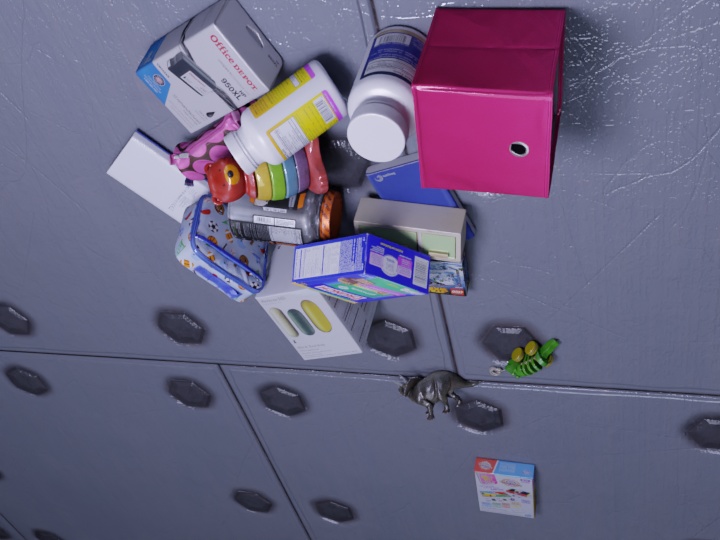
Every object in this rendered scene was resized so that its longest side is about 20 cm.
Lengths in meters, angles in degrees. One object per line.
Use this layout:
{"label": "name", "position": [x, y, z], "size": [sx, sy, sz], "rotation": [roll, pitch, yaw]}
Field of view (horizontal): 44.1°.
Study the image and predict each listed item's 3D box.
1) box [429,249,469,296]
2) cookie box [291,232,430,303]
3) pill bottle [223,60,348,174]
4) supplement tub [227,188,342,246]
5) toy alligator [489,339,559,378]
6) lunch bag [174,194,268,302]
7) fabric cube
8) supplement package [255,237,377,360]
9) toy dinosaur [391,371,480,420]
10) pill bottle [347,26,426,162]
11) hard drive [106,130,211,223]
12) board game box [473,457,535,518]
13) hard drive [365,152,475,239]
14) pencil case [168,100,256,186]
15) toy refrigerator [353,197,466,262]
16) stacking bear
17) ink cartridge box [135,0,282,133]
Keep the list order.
{"label": "box", "position": [0.109, -0.005, 1.726], "size": [0.196, 0.041, 0.138], "rotation": [6, 153, 14]}
{"label": "cookie box", "position": [0.000, 0.000, 1.610], "size": [0.169, 0.077, 0.198], "rotation": [18, 162, -41]}
{"label": "pill bottle", "position": [-0.124, -0.244, 1.449], "size": [0.198, 0.105, 0.105], "rotation": [-35, 126, 2]}
{"label": "supplement tub", "position": [-0.138, -0.109, 1.660], "size": [0.196, 0.124, 0.124], "rotation": [7, 139, 12]}
{"label": "toy alligator", "position": [0.343, 0.203, 1.885], "size": [0.059, 0.055, 0.199], "rotation": [35, 137, -19]}
{"label": "lunch bag", "position": [-0.259, -0.037, 1.712], "size": [0.075, 0.163, 0.199], "rotation": [-28, 132, 33]}
{"label": "fabric cube", "position": [0.195, -0.250, 1.318], "size": [0.195, 0.202, 0.198], "rotation": [6, 140, 14]}
{"label": "supplement package", "position": [-0.084, 0.054, 1.801], "size": [0.149, 0.152, 0.201], "rotation": [-10, 133, 30]}
{"label": "toy dinosaur", "position": [0.171, 0.271, 2.006], "size": [0.197, 0.077, 0.104], "rotation": [-19, 96, 19]}
{"label": "pill bottle", "position": [0.044, -0.266, 1.355], "size": [0.117, 0.202, 0.121], "rotation": [10, 141, 9]}
{"label": "hard drive", "position": [-0.384, -0.174, 1.743], "size": [0.198, 0.026, 0.131], "rotation": [35, 137, -19]}
{"label": "board game box", "position": [0.374, 0.561, 2.286], "size": [0.150, 0.041, 0.202], "rotation": [4, 138, 16]}
{"label": "hard drive", "position": [0.112, -0.124, 1.626], "size": [0.130, 0.026, 0.201], "rotation": [-11, 132, 31]}
{"label": "pencil case", "position": [-0.253, -0.231, 1.585], "size": [0.198, 0.093, 0.093], "rotation": [-29, 154, 37]}
{"label": "toy refrigerator", "position": [0.090, -0.072, 1.618], "size": [0.196, 0.071, 0.077], "rotation": [8, 140, 12]}
{"label": "stacking bear", "position": [-0.169, -0.171, 1.544], "size": [0.196, 0.124, 0.114], "rotation": [-14, -178, -15]}
{"label": "ink cartridge box", "position": [-0.250, -0.337, 1.475], "size": [0.197, 0.085, 0.145], "rotation": [-19, 128, 35]}
